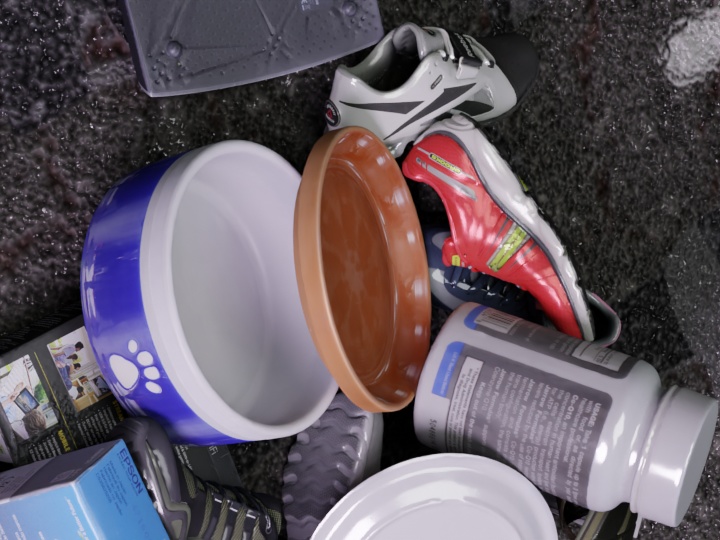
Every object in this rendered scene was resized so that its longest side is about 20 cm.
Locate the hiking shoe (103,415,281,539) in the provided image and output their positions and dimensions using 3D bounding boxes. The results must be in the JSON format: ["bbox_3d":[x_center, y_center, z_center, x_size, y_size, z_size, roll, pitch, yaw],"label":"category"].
[{"bbox_3d":[-0.106,0.168,1.091,0.101,0.075,0.201,-40,124,-35],"label":"hiking shoe"}]

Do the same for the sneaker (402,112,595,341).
[{"bbox_3d":[0.103,-0.021,1.215,0.085,0.077,0.201,-35,95,10],"label":"sneaker"}]

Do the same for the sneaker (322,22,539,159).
[{"bbox_3d":[0.060,-0.151,1.222,0.199,0.074,0.089,-28,140,-29],"label":"sneaker"}]

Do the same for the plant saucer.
[{"bbox_3d":[0.000,0.000,1.140,0.200,0.032,0.202,-10,90,-67],"label":"plant saucer"}]

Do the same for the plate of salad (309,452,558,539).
[{"bbox_3d":[0.046,0.215,1.162,0.199,0.048,0.201,-6,114,-14],"label":"plate of salad"}]

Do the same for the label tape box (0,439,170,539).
[{"bbox_3d":[-0.213,0.202,1.039,0.144,0.199,0.066,66,30,-13],"label":"label tape box"}]

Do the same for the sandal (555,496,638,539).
[{"bbox_3d":[0.182,0.161,1.249,0.080,0.057,0.202,61,42,-50],"label":"sandal"}]

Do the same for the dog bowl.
[{"bbox_3d":[-0.094,0.017,1.099,0.200,0.078,0.202,23,61,-51],"label":"dog bowl"}]

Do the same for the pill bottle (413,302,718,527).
[{"bbox_3d":[0.149,0.105,1.171,0.114,0.199,0.114,-52,153,-41],"label":"pill bottle"}]

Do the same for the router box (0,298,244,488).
[{"bbox_3d":[-0.172,0.124,1.114,0.149,0.051,0.201,-28,105,-30],"label":"router box"}]

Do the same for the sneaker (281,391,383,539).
[{"bbox_3d":[-0.011,0.188,1.211,0.082,0.074,0.202,7,93,-45],"label":"sneaker"}]

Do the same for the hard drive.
[{"bbox_3d":[-0.084,-0.204,1.169,0.199,0.042,0.136,-18,99,-30],"label":"hard drive"}]

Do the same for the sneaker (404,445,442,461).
[{"bbox_3d":[0.066,0.232,1.253,0.090,0.070,0.202,3,93,-36],"label":"sneaker"}]

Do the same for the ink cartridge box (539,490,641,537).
[{"bbox_3d":[0.179,0.141,1.315,0.199,0.067,0.117,25,78,-29],"label":"ink cartridge box"}]

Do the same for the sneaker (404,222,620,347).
[{"bbox_3d":[0.120,0.012,1.270,0.199,0.082,0.071,21,80,-29],"label":"sneaker"}]
